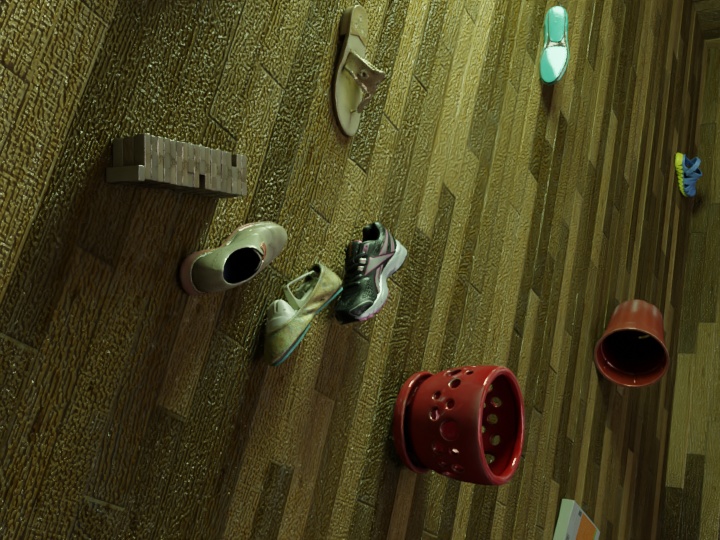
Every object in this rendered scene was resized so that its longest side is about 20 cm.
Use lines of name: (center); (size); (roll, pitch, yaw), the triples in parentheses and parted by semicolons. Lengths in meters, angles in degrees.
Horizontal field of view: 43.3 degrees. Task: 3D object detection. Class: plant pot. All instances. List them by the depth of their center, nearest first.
plant pot: (0.168, 0.263, 1.575); (0.200, 0.182, 0.201); (0, 90, -57)
plant pot: (0.775, 0.195, 2.564); (0.195, 0.200, 0.201); (-56, 135, -54)

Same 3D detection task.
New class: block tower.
block tower: (-0.216, -0.125, 1.107); (0.200, 0.054, 0.058); (0, 88, -58)

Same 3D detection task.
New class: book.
book: (0.550, 0.689, 2.321); (0.200, 0.048, 0.134); (52, 50, -42)

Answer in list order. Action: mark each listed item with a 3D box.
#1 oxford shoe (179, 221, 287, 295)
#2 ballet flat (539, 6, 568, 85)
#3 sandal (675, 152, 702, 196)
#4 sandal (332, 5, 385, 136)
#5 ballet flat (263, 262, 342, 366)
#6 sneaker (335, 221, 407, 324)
oxford shoe: (-0.147, -0.015, 1.195); (0.200, 0.074, 0.071); (-38, 121, -52)
ballet flat: (0.477, -0.540, 2.208); (0.070, 0.067, 0.201); (26, 69, -70)
sandal: (1.231, -0.354, 3.379); (0.200, 0.087, 0.080); (60, 41, -41)
sandal: (0.006, -0.323, 1.448); (0.078, 0.069, 0.212); (11, 80, -57)
ballet flat: (-0.095, 0.056, 1.297); (0.200, 0.071, 0.071); (-51, 130, -45)
sneaker: (0.000, 0.000, 1.433); (0.086, 0.080, 0.200); (55, 37, -24)
